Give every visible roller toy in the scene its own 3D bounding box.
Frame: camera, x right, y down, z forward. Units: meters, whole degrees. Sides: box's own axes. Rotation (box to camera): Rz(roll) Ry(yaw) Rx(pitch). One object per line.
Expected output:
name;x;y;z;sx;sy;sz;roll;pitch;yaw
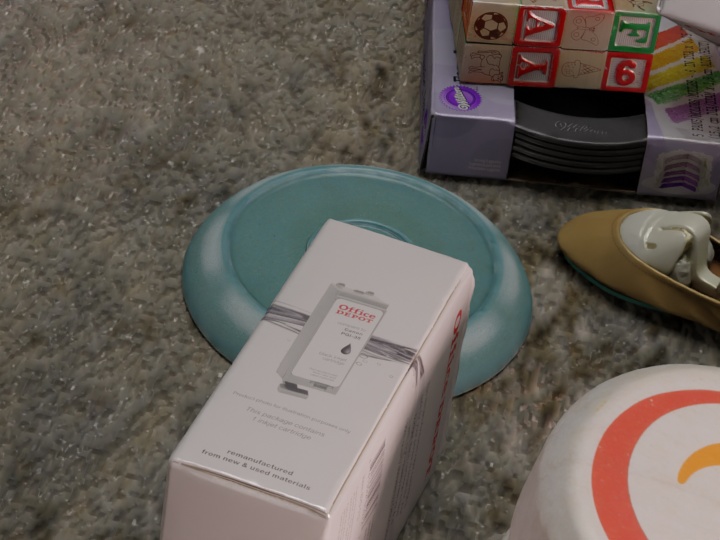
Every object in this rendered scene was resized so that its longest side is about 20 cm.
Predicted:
roller toy;0.158;0.150;1.265;0.200;0.140;0.183;-5;52;-21

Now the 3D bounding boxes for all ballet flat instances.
ballet flat;0.204;0.000;1.508;0.200;0.063;0.069;28;43;22

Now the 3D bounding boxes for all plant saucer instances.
plant saucer;0.000;0.000;1.502;0.200;0.027;0.200;5;41;-5

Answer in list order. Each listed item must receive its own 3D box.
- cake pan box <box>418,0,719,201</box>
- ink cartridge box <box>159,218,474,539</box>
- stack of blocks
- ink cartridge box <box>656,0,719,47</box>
cake pan box;0.129;-0.122;1.651;0.184;0.052;0.200;5;40;0
ink cartridge box;-0.023;0.094;1.293;0.083;0.147;0.200;19;40;12
stack of blocks;0.113;-0.195;1.650;0.115;0.059;0.200;3;40;-6
ink cartridge box;0.283;-0.156;1.599;0.144;0.084;0.200;20;3;27
